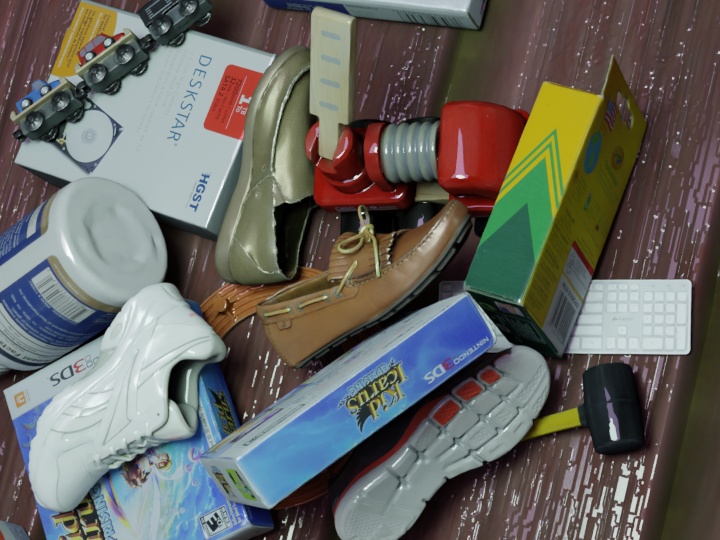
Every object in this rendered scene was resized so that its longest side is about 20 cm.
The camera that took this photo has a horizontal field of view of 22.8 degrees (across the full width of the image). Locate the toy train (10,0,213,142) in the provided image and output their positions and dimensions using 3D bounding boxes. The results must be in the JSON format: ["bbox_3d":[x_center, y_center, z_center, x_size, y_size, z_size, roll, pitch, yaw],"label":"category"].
[{"bbox_3d":[-0.209,-0.173,1.469,0.200,0.034,0.046,-35,63,9],"label":"toy train"}]

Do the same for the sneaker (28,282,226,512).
[{"bbox_3d":[-0.178,0.113,1.375,0.099,0.078,0.200,36,97,24],"label":"sneaker"}]

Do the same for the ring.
[{"bbox_3d":[-0.070,0.092,1.437,0.199,0.019,0.201,-5,75,20],"label":"ring"}]

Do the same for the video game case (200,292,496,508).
[{"bbox_3d":[-0.013,0.096,1.292,0.200,0.181,0.046,-35,93,-13],"label":"video game case"}]

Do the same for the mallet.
[{"bbox_3d":[0.120,0.132,1.346,0.199,0.041,0.066,-23,65,18],"label":"mallet"}]

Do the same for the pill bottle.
[{"bbox_3d":[-0.258,0.014,1.455,0.200,0.111,0.111,-31,65,37],"label":"pill bottle"}]

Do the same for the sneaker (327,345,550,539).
[{"bbox_3d":[0.049,0.116,1.332,0.200,0.077,0.082,-39,32,0],"label":"sneaker"}]

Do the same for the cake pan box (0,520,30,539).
[{"bbox_3d":[-0.273,0.274,1.374,0.052,0.184,0.200,-40,65,6],"label":"cake pan box"}]

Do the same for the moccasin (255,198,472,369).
[{"bbox_3d":[0.001,-0.001,1.352,0.201,0.074,0.078,-32,97,38],"label":"moccasin"}]

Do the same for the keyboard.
[{"bbox_3d":[0.154,0.036,1.371,0.199,0.011,0.057,0,76,21],"label":"keyboard"}]

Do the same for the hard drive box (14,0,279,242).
[{"bbox_3d":[-0.167,-0.124,1.501,0.199,0.077,0.157,18,83,24],"label":"hard drive box"}]

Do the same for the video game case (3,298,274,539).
[{"bbox_3d":[-0.182,0.150,1.436,0.181,0.045,0.201,-29,69,20],"label":"video game case"}]

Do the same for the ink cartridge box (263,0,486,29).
[{"bbox_3d":[0.028,-0.308,1.496,0.196,0.043,0.201,10,76,24],"label":"ink cartridge box"}]

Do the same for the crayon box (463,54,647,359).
[{"bbox_3d":[0.149,-0.050,1.326,0.051,0.127,0.201,17,76,26],"label":"crayon box"}]

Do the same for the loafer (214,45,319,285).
[{"bbox_3d":[-0.058,-0.079,1.437,0.067,0.076,0.201,18,99,26],"label":"loafer"}]

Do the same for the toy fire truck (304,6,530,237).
[{"bbox_3d":[0.036,-0.106,1.349,0.175,0.200,0.129,-1,76,21],"label":"toy fire truck"}]
